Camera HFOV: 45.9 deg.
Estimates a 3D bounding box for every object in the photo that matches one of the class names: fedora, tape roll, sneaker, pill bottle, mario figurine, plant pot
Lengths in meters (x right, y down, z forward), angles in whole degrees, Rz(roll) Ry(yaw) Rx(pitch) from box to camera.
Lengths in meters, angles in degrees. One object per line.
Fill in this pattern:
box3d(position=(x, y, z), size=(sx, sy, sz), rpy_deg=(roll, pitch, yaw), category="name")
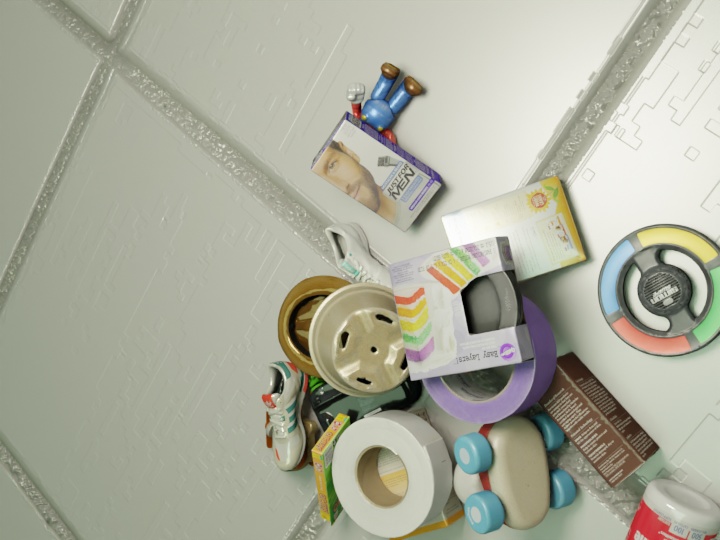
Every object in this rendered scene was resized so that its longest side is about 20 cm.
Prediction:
box3d(position=(-0.053, 0.101, 1.561), size=(0.200, 0.082, 0.202), rpy_deg=(0, 91, 23), category="fedora")
box3d(position=(0.192, 0.128, 1.304), size=(0.199, 0.085, 0.201), rpy_deg=(2, 94, 35), category="tape roll")
box3d(position=(-0.148, 0.260, 1.545), size=(0.070, 0.093, 0.201), rpy_deg=(-7, 72, 35), category="sneaker")
box3d(position=(0.445, 0.422, 1.257), size=(0.112, 0.112, 0.201), rpy_deg=(24, 104, 28), category="pill bottle")
box3d(position=(0.000, 0.000, 1.521), size=(0.075, 0.088, 0.200), rpy_deg=(-44, 71, 23), category="sneaker")
box3d(position=(0.025, -0.255, 1.486), size=(0.123, 0.106, 0.200), rpy_deg=(41, 109, 26), category="mario figurine")
box3d(position=(0.014, 0.123, 1.400), size=(0.199, 0.183, 0.201), rpy_deg=(0, 91, -4), category="plant pot")
box3d(position=(0.052, 0.338, 1.427), size=(0.202, 0.071, 0.203), rpy_deg=(1, 93, 33), category="tape roll")

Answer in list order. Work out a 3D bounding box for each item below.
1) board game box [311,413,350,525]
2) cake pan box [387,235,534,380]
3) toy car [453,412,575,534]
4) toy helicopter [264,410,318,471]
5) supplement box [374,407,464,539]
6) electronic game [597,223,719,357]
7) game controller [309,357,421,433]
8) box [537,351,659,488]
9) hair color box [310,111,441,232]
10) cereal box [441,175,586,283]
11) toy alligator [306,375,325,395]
box3d(position=(-0.044, 0.356, 1.510), size=(0.030, 0.096, 0.201), rpy_deg=(14, 130, 26), category="board game box")
box3d(position=(0.148, 0.058, 1.252), size=(0.199, 0.052, 0.185), rpy_deg=(-13, 87, 34), category="cake pan box")
box3d(position=(0.209, 0.325, 1.391), size=(0.200, 0.184, 0.178), rpy_deg=(-17, 82, 59), category="toy car")
box3d(position=(-0.135, 0.282, 1.633), size=(0.132, 0.079, 0.201), rpy_deg=(-3, 83, 40), category="toy helicopter")
box3d(position=(0.083, 0.357, 1.494), size=(0.126, 0.073, 0.201), rpy_deg=(-26, 79, 30), category="supplement box")
box3d(position=(0.456, 0.030, 1.276), size=(0.199, 0.042, 0.201), rpy_deg=(1, 93, 30), category="electronic game")
box3d(position=(0.008, 0.224, 1.528), size=(0.199, 0.042, 0.105), rpy_deg=(-28, 90, 9), category="game controller")
box3d(position=(0.355, 0.226, 1.310), size=(0.075, 0.100, 0.200), rpy_deg=(-47, 69, 24), category="box")
box3d(position=(0.027, -0.167, 1.454), size=(0.200, 0.065, 0.109), rpy_deg=(32, 112, -11), category="hair color box")
box3d(position=(0.245, -0.052, 1.370), size=(0.199, 0.040, 0.144), rpy_deg=(-18, 82, 14), category="cereal box")
box3d(position=(-0.075, 0.217, 1.595), size=(0.059, 0.054, 0.200), rpy_deg=(-41, 72, 25), category="toy alligator")
